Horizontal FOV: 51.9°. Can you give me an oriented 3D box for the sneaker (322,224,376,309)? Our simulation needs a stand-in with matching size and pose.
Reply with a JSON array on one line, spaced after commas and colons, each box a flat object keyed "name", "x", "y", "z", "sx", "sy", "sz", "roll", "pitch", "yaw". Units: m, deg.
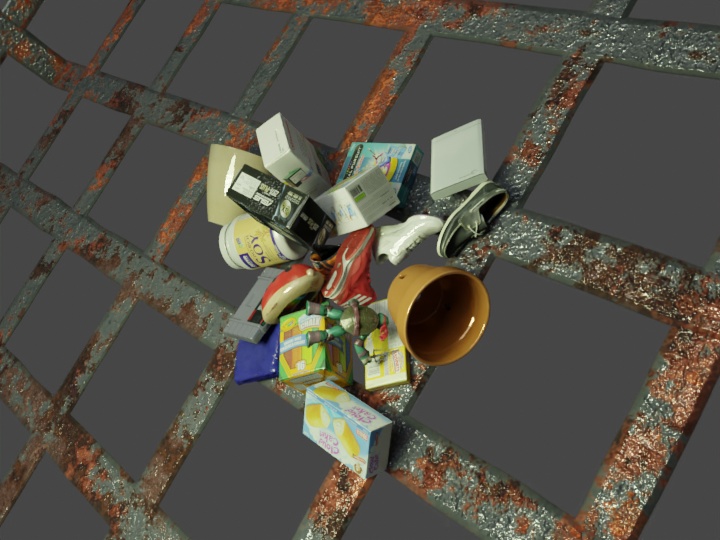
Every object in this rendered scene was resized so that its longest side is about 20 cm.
[{"name": "sneaker", "x": 0.000, "y": 0.000, "z": 1.692, "sx": 0.078, "sy": 0.115, "sz": 0.201, "roll": 10, "pitch": 65, "yaw": 57}]

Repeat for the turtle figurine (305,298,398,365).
[{"name": "turtle figurine", "x": -0.015, "y": 0.113, "z": 1.564, "sx": 0.198, "sy": 0.101, "sz": 0.151, "roll": 3, "pitch": 54, "yaw": -11}]

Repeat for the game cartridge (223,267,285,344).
[{"name": "game cartridge", "x": -0.239, "y": 0.081, "z": 1.797, "sx": 0.129, "sy": 0.038, "sz": 0.201, "roll": 3, "pitch": 55, "yaw": 49}]

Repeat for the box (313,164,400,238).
[{"name": "box", "x": -0.018, "y": -0.156, "z": 1.715, "sx": 0.112, "sy": 0.102, "sz": 0.199, "roll": -37, "pitch": 12, "yaw": -27}]

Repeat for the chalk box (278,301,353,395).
[{"name": "chalk box", "x": -0.099, "y": 0.160, "z": 1.660, "sx": 0.124, "sy": 0.124, "sz": 0.202, "roll": -19, "pitch": 56, "yaw": 24}]

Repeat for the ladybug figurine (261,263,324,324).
[{"name": "ladybug figurine", "x": -0.159, "y": 0.048, "z": 1.675, "sx": 0.200, "sy": 0.135, "sz": 0.072, "roll": -45, "pitch": 70, "yaw": 38}]

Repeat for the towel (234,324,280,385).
[{"name": "towel", "x": -0.236, "y": 0.173, "z": 1.802, "sx": 0.147, "sy": 0.049, "sz": 0.202, "roll": -17, "pitch": 56, "yaw": 31}]

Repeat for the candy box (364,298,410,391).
[{"name": "candy box", "x": 0.056, "y": 0.157, "z": 1.619, "sx": 0.101, "sy": 0.026, "sz": 0.202, "roll": -15, "pitch": 58, "yaw": 24}]

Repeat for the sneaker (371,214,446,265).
[{"name": "sneaker", "x": 0.110, "y": -0.066, "z": 1.682, "sx": 0.199, "sy": 0.075, "sz": 0.101, "roll": -17, "pitch": 67, "yaw": 35}]

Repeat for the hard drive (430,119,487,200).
[{"name": "hard drive", "x": 0.223, "y": -0.256, "z": 1.691, "sx": 0.131, "sy": 0.027, "sz": 0.201, "roll": -20, "pitch": 41, "yaw": 25}]

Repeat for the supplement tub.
[{"name": "supplement tub", "x": -0.243, "y": -0.083, "z": 1.877, "sx": 0.198, "sy": 0.145, "sz": 0.147, "roll": -13, "pitch": 59, "yaw": 29}]

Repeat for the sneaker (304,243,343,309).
[{"name": "sneaker", "x": -0.100, "y": 0.011, "z": 1.748, "sx": 0.200, "sy": 0.112, "sz": 0.078, "roll": -48, "pitch": 49, "yaw": 4}]

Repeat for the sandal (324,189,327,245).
[{"name": "sandal", "x": -0.104, "y": -0.111, "z": 1.841, "sx": 0.047, "sy": 0.076, "sz": 0.202, "roll": 11, "pitch": 57, "yaw": -8}]

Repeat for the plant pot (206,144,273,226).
[{"name": "plant pot", "x": -0.344, "y": -0.218, "z": 2.015, "sx": 0.186, "sy": 0.187, "sz": 0.202, "roll": 16, "pitch": 90, "yaw": 39}]

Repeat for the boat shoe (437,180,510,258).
[{"name": "boat shoe", "x": 0.241, "y": -0.105, "z": 1.601, "sx": 0.200, "sy": 0.072, "sz": 0.068, "roll": -49, "pitch": 45, "yaw": 0}]

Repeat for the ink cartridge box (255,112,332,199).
[{"name": "ink cartridge box", "x": -0.169, "y": -0.282, "z": 1.896, "sx": 0.084, "sy": 0.200, "sz": 0.146, "roll": -30, "pitch": 52, "yaw": 17}]

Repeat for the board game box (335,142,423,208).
[{"name": "board game box", "x": 0.041, "y": -0.238, "z": 1.828, "sx": 0.199, "sy": 0.047, "sz": 0.152, "roll": 9, "pitch": 71, "yaw": 37}]

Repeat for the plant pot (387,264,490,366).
[{"name": "plant pot", "x": 0.145, "y": 0.073, "z": 1.508, "sx": 0.201, "sy": 0.200, "sz": 0.140, "roll": -51, "pitch": 33, "yaw": 0}]

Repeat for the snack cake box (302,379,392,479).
[{"name": "snack cake box", "x": -0.030, "y": 0.325, "z": 1.527, "sx": 0.199, "sy": 0.067, "sz": 0.116, "roll": 25, "pitch": 117, "yaw": 41}]

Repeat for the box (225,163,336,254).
[{"name": "box", "x": -0.180, "y": -0.138, "z": 1.682, "sx": 0.199, "sy": 0.164, "sz": 0.087, "roll": 28, "pitch": 83, "yaw": 26}]
